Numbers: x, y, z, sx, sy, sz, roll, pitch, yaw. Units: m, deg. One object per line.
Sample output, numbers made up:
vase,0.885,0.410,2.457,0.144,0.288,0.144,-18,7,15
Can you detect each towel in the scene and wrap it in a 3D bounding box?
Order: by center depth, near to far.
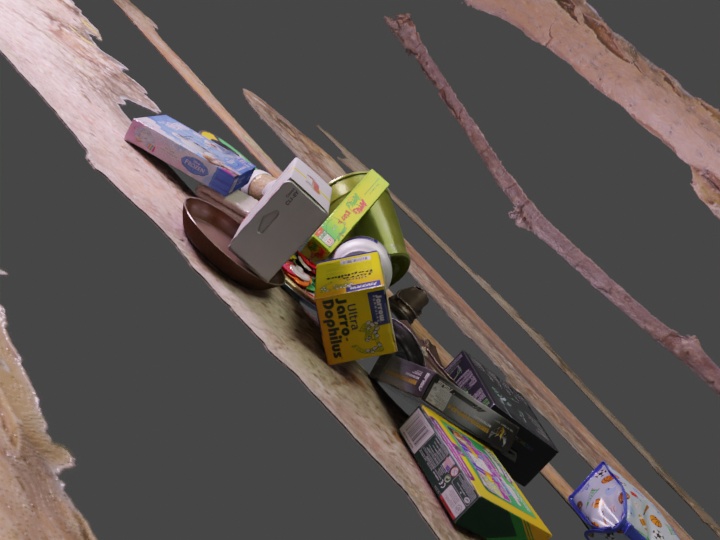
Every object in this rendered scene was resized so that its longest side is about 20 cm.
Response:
towel,-0.189,-0.099,1.654,0.199,0.035,0.133,31,10,5

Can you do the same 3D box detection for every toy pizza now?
toy pizza,-0.105,0.003,1.641,0.200,0.032,0.200,40,11,-9

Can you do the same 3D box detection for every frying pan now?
frying pan,0.051,0.101,1.595,0.115,0.031,0.192,-9,-71,59

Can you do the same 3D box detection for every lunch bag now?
lunch bag,0.481,0.463,1.679,0.170,0.124,0.200,40,3,-10

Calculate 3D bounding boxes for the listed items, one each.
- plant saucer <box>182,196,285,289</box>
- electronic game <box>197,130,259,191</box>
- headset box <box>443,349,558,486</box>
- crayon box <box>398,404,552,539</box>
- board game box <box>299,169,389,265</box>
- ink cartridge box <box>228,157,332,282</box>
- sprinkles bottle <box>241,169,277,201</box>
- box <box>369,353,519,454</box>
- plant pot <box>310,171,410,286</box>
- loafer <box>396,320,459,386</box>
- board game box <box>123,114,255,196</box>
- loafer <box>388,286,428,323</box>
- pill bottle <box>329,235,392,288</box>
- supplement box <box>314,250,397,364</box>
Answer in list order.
plant saucer,-0.201,-0.035,1.451,0.200,0.035,0.200,39,12,-10
electronic game,-0.257,-0.218,1.935,0.200,0.042,0.200,40,11,-9
headset box,0.237,0.264,1.667,0.174,0.093,0.200,37,12,-26
crayon box,0.162,0.303,1.349,0.172,0.058,0.200,36,11,-35
board game box,-0.033,-0.094,1.779,0.048,0.200,0.102,40,-31,-1
ink cartridge box,-0.120,-0.081,1.449,0.083,0.145,0.200,41,11,-10
sprinkles bottle,-0.148,-0.134,1.781,0.199,0.069,0.068,28,-2,46
box,0.131,0.208,1.486,0.199,0.049,0.158,36,-12,-30
plant pot,0.006,-0.065,1.935,0.200,0.200,0.194,25,31,-56
loafer,0.113,0.153,1.651,0.200,0.071,0.073,46,-26,24
board game box,-0.296,-0.208,1.668,0.198,0.044,0.200,29,12,-2
loafer,0.101,0.062,1.961,0.073,0.071,0.200,48,9,-3
pill bottle,0.000,0.000,1.737,0.120,0.120,0.200,41,4,-2
supplement box,-0.009,0.054,1.476,0.200,0.108,0.110,-97,175,-74
